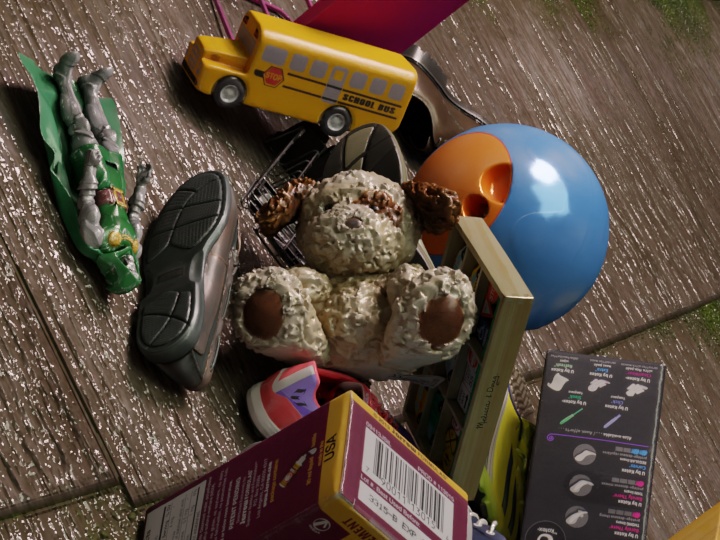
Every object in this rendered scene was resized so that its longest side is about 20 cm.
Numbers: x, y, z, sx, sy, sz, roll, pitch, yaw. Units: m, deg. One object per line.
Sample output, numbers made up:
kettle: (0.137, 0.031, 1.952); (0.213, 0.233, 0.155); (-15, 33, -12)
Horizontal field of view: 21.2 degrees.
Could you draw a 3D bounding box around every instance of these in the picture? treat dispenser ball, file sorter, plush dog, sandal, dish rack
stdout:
treat dispenser ball: (0.137, -0.040, 1.840); (0.201, 0.201, 0.201); (38, 33, -31)
file sorter: (-0.024, -0.268, 1.824); (0.139, 0.200, 0.126); (14, 47, -52)
plush dog: (0.000, 0.000, 1.582); (0.161, 0.199, 0.173); (73, 19, -71)
sandal: (0.022, -0.031, 1.688); (0.057, 0.080, 0.202); (22, 50, -69)
dish rack: (-0.043, -0.042, 1.716); (0.154, 0.054, 0.200); (50, 30, -11)

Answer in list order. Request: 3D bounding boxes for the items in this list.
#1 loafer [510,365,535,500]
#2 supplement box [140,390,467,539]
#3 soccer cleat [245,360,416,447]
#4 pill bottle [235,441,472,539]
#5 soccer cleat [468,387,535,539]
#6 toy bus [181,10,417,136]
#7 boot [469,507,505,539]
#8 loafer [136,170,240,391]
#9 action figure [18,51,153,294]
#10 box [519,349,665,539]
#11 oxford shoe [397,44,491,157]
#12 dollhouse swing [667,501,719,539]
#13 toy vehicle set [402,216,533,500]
loafer: (0.133, 0.184, 1.752); (0.076, 0.068, 0.201); (1, 76, -66)
supplement box: (-0.042, 0.193, 1.313); (0.131, 0.200, 0.103); (42, 32, -26)
soccer cleat: (-0.006, 0.124, 1.577); (0.200, 0.073, 0.068); (26, 39, -46)
pill bottle: (-0.013, 0.187, 1.464); (0.200, 0.111, 0.111); (24, 42, -45)
soccer cleat: (0.124, 0.168, 1.683); (0.083, 0.065, 0.201); (-12, 93, -24)
toy bus: (-0.055, -0.177, 1.735); (0.199, 0.079, 0.065); (13, 23, -25)
boot: (0.087, 0.226, 1.591); (0.073, 0.090, 0.200); (57, 26, -34)
loafer: (-0.132, 0.009, 1.520); (0.200, 0.072, 0.063); (-80, 149, -43)
action figure: (-0.202, -0.071, 1.495); (0.118, 0.055, 0.201); (18, 50, -54)
box: (0.196, 0.185, 1.642); (0.122, 0.106, 0.201); (81, 18, -62)
oxford shoe: (0.084, -0.139, 2.017); (0.200, 0.073, 0.085); (42, 48, -22)
dollhouse swing: (0.357, 0.368, 1.824); (0.200, 0.182, 0.176); (50, 8, -15)
toy vehicle set: (0.086, 0.073, 1.587); (0.026, 0.201, 0.124); (2, 30, -20)
